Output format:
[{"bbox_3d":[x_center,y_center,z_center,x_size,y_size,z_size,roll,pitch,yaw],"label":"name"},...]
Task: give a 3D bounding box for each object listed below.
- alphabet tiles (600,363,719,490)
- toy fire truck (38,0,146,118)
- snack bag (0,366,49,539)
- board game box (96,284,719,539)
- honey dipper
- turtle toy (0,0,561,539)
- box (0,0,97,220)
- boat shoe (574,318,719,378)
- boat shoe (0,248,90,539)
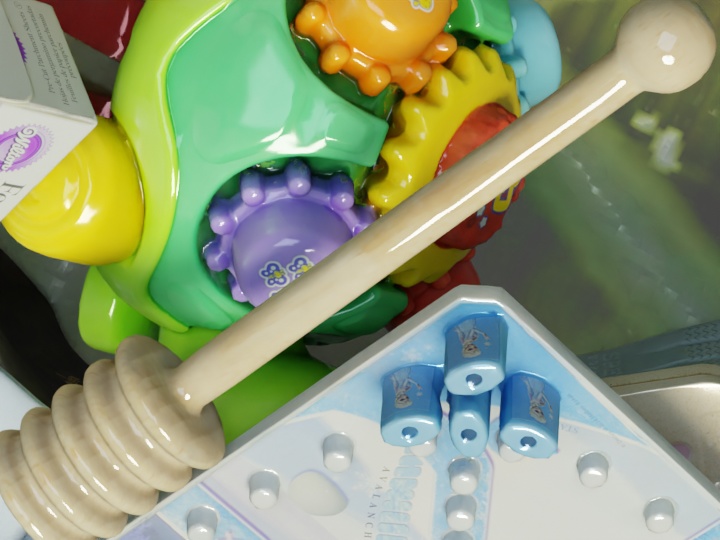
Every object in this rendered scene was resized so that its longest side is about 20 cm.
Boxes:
[{"bbox_3d":[0.116,0.111,0.797,0.195,0.015,0.200,-9,116,6],"label":"alphabet tiles"},{"bbox_3d":[-0.133,-0.070,0.764,0.141,0.200,0.049,13,86,5],"label":"toy fire truck"},{"bbox_3d":[-0.188,0.058,0.829,0.200,0.021,0.189,40,110,18],"label":"snack bag"},{"bbox_3d":[0.020,0.120,0.764,0.200,0.026,0.200,-35,118,24],"label":"board game box"},{"bbox_3d":[0.000,0.000,0.698,0.200,0.038,0.038,-35,88,15],"label":"honey dipper"},{"bbox_3d":[-0.015,-0.017,0.774,0.101,0.146,0.200,23,95,27],"label":"turtle toy"},{"bbox_3d":[-0.145,0.005,0.753,0.200,0.039,0.041,-41,57,30],"label":"box"},{"bbox_3d":[0.095,0.053,0.820,0.200,0.074,0.067,-8,105,15],"label":"boat shoe"},{"bbox_3d":[-0.092,0.062,0.832,0.068,0.072,0.200,-45,79,12],"label":"boat shoe"}]
